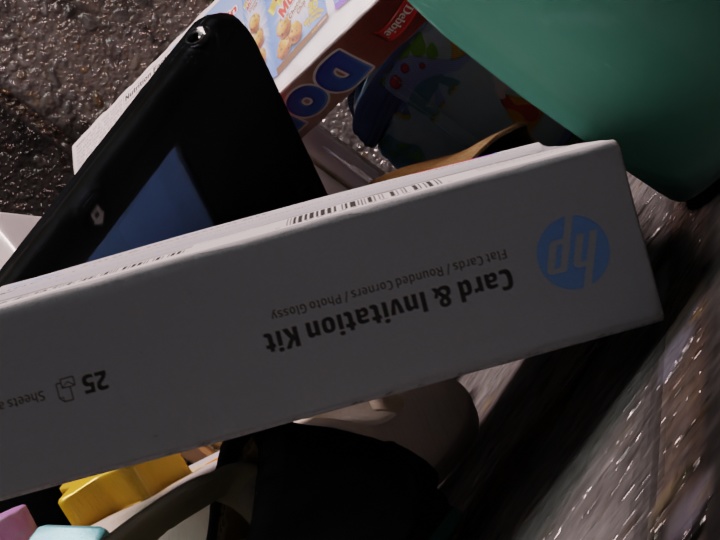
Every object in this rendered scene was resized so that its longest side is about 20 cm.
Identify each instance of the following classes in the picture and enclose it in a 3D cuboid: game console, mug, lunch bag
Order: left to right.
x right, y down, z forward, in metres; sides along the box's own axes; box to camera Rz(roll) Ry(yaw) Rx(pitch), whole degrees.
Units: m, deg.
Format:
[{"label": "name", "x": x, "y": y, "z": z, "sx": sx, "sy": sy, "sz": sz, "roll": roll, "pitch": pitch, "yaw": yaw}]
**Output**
[{"label": "game console", "x": -0.060, "y": 0.041, "z": 0.873, "sx": 0.200, "sy": 0.031, "sz": 0.177, "roll": -57, "pitch": -40, "yaw": -36}, {"label": "lunch bag", "x": 0.085, "y": -0.120, "z": 0.985, "sx": 0.200, "sy": 0.082, "sz": 0.161, "roll": -52, "pitch": 0, "yaw": 34}, {"label": "mug", "x": 0.078, "y": -0.121, "z": 0.597, "sx": 0.185, "sy": 0.114, "sz": 0.152, "roll": -56, "pitch": 2, "yaw": -25}]

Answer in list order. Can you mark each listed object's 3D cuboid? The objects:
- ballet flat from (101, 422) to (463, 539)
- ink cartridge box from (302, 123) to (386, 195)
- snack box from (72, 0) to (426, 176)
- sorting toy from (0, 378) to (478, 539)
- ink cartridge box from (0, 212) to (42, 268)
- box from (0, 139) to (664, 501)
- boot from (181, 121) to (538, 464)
[{"label": "ballet flat", "x": -0.043, "y": 0.096, "z": 0.532, "sx": 0.073, "sy": 0.073, "sz": 0.200, "roll": -53, "pitch": 3, "yaw": 42}, {"label": "ink cartridge box", "x": -0.028, "y": 0.003, "z": 1.058, "sx": 0.068, "sy": 0.116, "sz": 0.200, "roll": -54, "pitch": 1, "yaw": -14}, {"label": "snack box", "x": -0.036, "y": -0.073, "z": 0.945, "sx": 0.200, "sy": 0.024, "sz": 0.072, "roll": -41, "pitch": 40, "yaw": 32}, {"label": "sorting toy", "x": -0.043, "y": 0.085, "z": 0.728, "sx": 0.180, "sy": 0.107, "sz": 0.200, "roll": -36, "pitch": 2, "yaw": -1}, {"label": "ink cartridge box", "x": -0.118, "y": 0.058, "z": 1.024, "sx": 0.067, "sy": 0.200, "sz": 0.116, "roll": 4, "pitch": -54, "yaw": -47}, {"label": "box", "x": -0.020, "y": 0.007, "z": 0.611, "sx": 0.155, "sy": 0.041, "sz": 0.200, "roll": -15, "pitch": 4, "yaw": 0}, {"label": "boot", "x": 0.000, "y": 0.000, "z": 0.853, "sx": 0.075, "sy": 0.074, "sz": 0.200, "roll": -39, "pitch": -2, "yaw": 38}]
